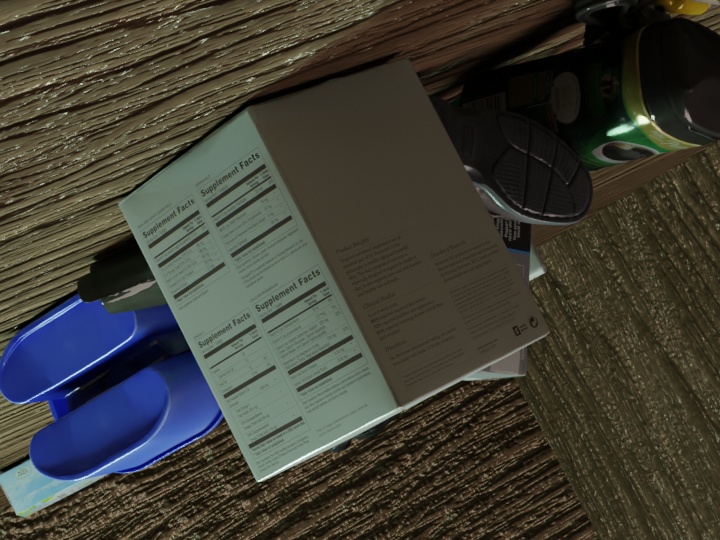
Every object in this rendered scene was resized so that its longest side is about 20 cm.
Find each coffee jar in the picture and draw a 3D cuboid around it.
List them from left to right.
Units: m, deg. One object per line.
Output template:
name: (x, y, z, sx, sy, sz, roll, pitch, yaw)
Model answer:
coffee jar: (0.178, -0.121, 1.558, 0.200, 0.085, 0.104, -12, 164, 37)

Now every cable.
cable: (0.185, -0.193, 1.548, 0.097, 0.050, 0.200, -11, 172, 29)

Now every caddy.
caddy: (-0.187, 0.083, 1.682, 0.200, 0.141, 0.105, -30, 172, 33)

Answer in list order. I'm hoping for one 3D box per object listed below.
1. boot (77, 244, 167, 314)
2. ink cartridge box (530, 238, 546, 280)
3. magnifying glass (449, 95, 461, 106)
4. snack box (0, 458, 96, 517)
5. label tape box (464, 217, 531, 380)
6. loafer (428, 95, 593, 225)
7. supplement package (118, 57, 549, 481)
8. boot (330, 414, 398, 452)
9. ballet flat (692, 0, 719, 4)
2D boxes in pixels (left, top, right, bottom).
boot: (-0.123, -0.004, 1.597, 0.138, 0.078, 0.200, -23, 164, 7)
ink cartridge box: (0.045, -0.017, 1.899, 0.200, 0.147, 0.083, -27, 176, 6)
magnifying glass: (0.050, -0.106, 1.739, 0.080, 0.022, 0.200, -23, 172, -47)
snack box: (-0.417, 0.280, 2.994, 0.169, 0.068, 0.200, -27, 174, -9)
label tape box: (0.035, 0.001, 1.560, 0.200, 0.144, 0.063, 9, 170, -41)
loafer: (0.073, -0.080, 1.505, 0.200, 0.072, 0.063, 18, 166, -31)
supplement package: (-0.018, -0.001, 1.343, 0.152, 0.200, 0.151, -23, 174, -45)
boot: (-0.067, 0.078, 1.943, 0.165, 0.200, 0.066, -24, 174, -39)
ballet flat: (0.246, -0.211, 1.482, 0.072, 0.068, 0.200, -8, -178, 19)
